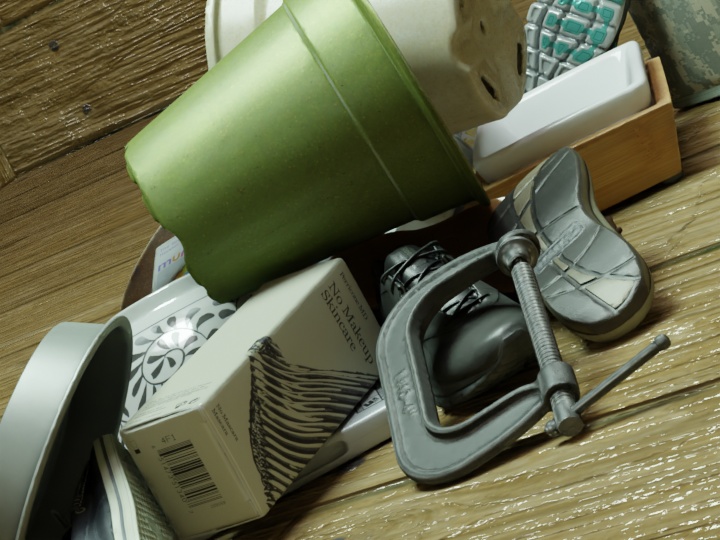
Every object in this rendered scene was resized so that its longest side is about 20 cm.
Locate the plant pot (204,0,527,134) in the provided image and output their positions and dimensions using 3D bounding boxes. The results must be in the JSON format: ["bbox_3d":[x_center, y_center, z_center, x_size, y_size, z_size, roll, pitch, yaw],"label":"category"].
[{"bbox_3d":[0.015,-0.162,1.731,0.182,0.202,0.200,-9,18,25],"label":"plant pot"}]

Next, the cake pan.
[{"bbox_3d":[-0.187,0.118,1.431,0.036,0.201,0.200,17,21,6],"label":"cake pan"}]

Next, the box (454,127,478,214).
[{"bbox_3d":[0.045,-0.116,1.943,0.158,0.048,0.201,-6,69,65],"label":"box"}]

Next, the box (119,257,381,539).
[{"bbox_3d":[-0.059,0.075,1.443,0.068,0.083,0.200,-20,17,33],"label":"box"}]

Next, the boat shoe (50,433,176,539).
[{"bbox_3d":[-0.144,0.155,1.377,0.062,0.075,0.200,-34,23,5],"label":"boat shoe"}]

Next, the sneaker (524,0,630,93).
[{"bbox_3d":[0.173,-0.168,1.920,0.091,0.077,0.201,-22,-41,-56],"label":"sneaker"}]

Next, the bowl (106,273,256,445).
[{"bbox_3d":[-0.115,0.057,1.635,0.200,0.095,0.201,-29,-2,-1],"label":"bowl"}]

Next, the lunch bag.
[{"bbox_3d":[0.306,-0.238,1.867,0.117,0.165,0.199,-38,14,-36],"label":"lunch bag"}]

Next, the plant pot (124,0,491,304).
[{"bbox_3d":[-0.046,-0.079,1.552,0.189,0.201,0.200,-32,10,3],"label":"plant pot"}]

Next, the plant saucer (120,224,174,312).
[{"bbox_3d":[-0.101,-0.012,1.808,0.200,0.034,0.201,-43,-20,-20],"label":"plant saucer"}]

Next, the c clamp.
[{"bbox_3d":[0.083,0.043,1.347,0.171,0.027,0.200,-40,32,12],"label":"c clamp"}]

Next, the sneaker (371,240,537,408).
[{"bbox_3d":[0.051,0.028,1.471,0.076,0.091,0.200,-30,12,-17],"label":"sneaker"}]

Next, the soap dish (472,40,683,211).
[{"bbox_3d":[0.165,-0.095,1.781,0.157,0.082,0.200,-26,11,11],"label":"soap dish"}]

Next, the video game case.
[{"bbox_3d":[-0.059,0.112,1.538,0.181,0.024,0.200,-29,11,-2],"label":"video game case"}]

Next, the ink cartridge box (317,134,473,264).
[{"bbox_3d":[0.000,0.000,1.779,0.160,0.047,0.201,-35,26,42],"label":"ink cartridge box"}]

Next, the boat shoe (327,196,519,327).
[{"bbox_3d":[0.075,-0.001,1.596,0.199,0.071,0.070,-8,-26,24],"label":"boat shoe"}]

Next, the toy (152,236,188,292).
[{"bbox_3d":[-0.098,0.025,1.750,0.115,0.047,0.200,-36,-22,-27],"label":"toy"}]

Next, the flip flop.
[{"bbox_3d":[0.137,-0.010,1.480,0.081,0.058,0.200,-43,32,7],"label":"flip flop"}]
